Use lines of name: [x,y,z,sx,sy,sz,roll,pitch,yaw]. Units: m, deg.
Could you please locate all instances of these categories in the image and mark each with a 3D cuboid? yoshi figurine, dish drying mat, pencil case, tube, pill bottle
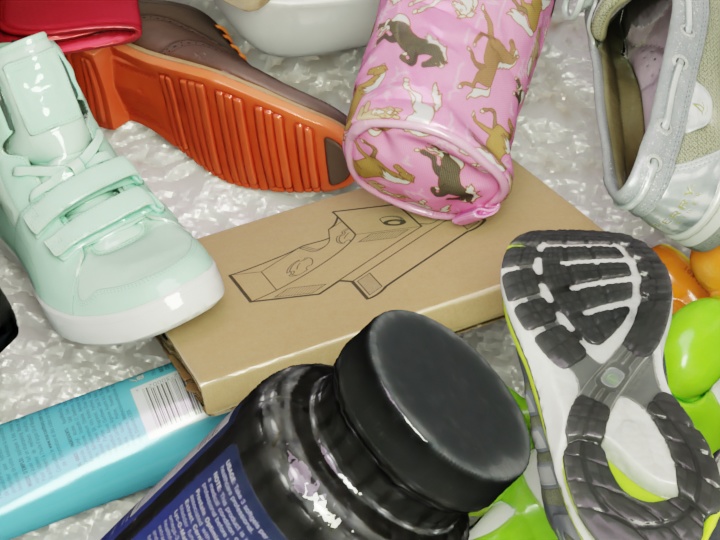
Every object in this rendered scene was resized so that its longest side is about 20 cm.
yoshi figurine: [0.092,0.054,1.235,0.112,0.112,0.200,28,61,34]
dish drying mat: [-0.156,-0.159,1.432,0.077,0.018,0.200,-10,29,-2]
pencil case: [0.052,-0.119,1.300,0.086,0.083,0.200,13,60,11]
tube: [-0.142,0.089,1.265,0.200,0.050,0.077,-19,32,-6]
pill bottle: [-0.027,0.110,1.131,0.200,0.112,0.112,-44,46,28]

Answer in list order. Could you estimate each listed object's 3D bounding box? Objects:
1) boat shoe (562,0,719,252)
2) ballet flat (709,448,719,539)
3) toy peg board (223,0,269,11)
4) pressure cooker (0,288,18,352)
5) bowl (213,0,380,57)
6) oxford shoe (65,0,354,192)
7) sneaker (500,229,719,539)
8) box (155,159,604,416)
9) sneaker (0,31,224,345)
boat shoe: [0.131,-0.100,1.256,0.065,0.074,0.202,20,48,-30]
ballet flat: [0.199,0.071,1.134,0.200,0.073,0.073,-24,53,-13]
toy peg board: [-0.074,-0.255,1.375,0.199,0.098,0.200,29,49,19]
pressure cooker: [-0.252,0.010,1.241,0.200,0.179,0.176,-45,38,-17]
bowl: [-0.006,-0.187,1.436,0.199,0.075,0.200,-15,49,-19]
oxford shoe: [-0.077,-0.099,1.393,0.200,0.071,0.073,23,52,22]
sneaker: [0.094,0.061,1.125,0.074,0.081,0.200,1,44,-7]
box: [0.000,0.000,1.286,0.200,0.021,0.163,-18,24,-12]
sneaker: [-0.136,-0.043,1.278,0.074,0.118,0.200,-28,30,-20]
